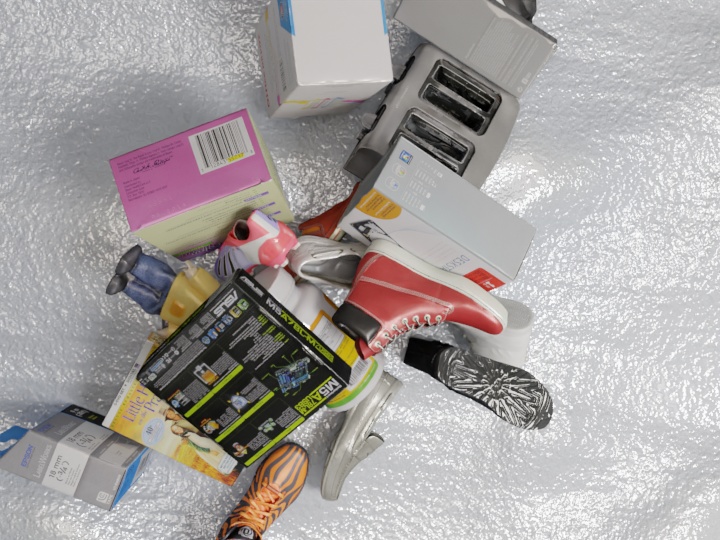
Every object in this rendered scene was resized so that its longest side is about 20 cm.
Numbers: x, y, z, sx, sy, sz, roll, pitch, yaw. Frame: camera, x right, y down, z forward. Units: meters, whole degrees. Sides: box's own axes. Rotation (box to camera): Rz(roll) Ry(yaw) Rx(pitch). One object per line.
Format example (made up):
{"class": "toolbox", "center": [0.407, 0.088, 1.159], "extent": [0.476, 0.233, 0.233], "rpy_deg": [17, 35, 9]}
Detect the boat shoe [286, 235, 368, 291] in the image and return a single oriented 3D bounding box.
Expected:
{"class": "boat shoe", "center": [0.000, 0.000, 0.909], "extent": [0.198, 0.069, 0.071], "rpy_deg": [2, 117, -19]}

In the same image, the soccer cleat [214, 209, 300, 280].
{"class": "soccer cleat", "center": [-0.153, -0.033, 0.893], "extent": [0.076, 0.199, 0.067], "rpy_deg": [45, 61, -20]}

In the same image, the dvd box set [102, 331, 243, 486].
{"class": "dvd box set", "center": [-0.227, 0.191, 0.915], "extent": [0.199, 0.029, 0.147], "rpy_deg": [30, 104, -11]}

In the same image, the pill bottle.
{"class": "pill bottle", "center": [-0.069, 0.088, 0.907], "extent": [0.111, 0.111, 0.200], "rpy_deg": [-44, 113, 0]}

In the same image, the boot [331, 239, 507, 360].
{"class": "boot", "center": [0.071, 0.066, 0.830], "extent": [0.198, 0.073, 0.145], "rpy_deg": [25, 67, 6]}

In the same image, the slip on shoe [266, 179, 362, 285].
{"class": "slip on shoe", "center": [-0.058, -0.052, 0.953], "extent": [0.061, 0.074, 0.200], "rpy_deg": [41, 95, 1]}

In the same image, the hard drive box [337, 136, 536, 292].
{"class": "hard drive box", "center": [0.089, -0.054, 0.841], "extent": [0.199, 0.156, 0.077], "rpy_deg": [32, 69, -8]}

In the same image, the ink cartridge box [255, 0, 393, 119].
{"class": "ink cartridge box", "center": [-0.057, -0.283, 0.889], "extent": [0.124, 0.200, 0.130], "rpy_deg": [-8, 93, -19]}

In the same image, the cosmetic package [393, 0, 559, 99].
{"class": "cosmetic package", "center": [0.151, -0.315, 0.880], "extent": [0.199, 0.107, 0.090], "rpy_deg": [35, 117, -2]}

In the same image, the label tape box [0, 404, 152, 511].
{"class": "label tape box", "center": [-0.396, 0.236, 0.912], "extent": [0.198, 0.144, 0.064], "rpy_deg": [22, 91, -3]}

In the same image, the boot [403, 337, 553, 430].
{"class": "boot", "center": [0.148, 0.145, 0.904], "extent": [0.164, 0.200, 0.066], "rpy_deg": [31, 81, -5]}

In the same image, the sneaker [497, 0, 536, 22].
{"class": "sneaker", "center": [0.177, -0.420, 0.950], "extent": [0.111, 0.073, 0.201], "rpy_deg": [-30, 101, -4]}

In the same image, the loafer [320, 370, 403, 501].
{"class": "loafer", "center": [0.000, 0.238, 0.965], "extent": [0.069, 0.070, 0.202], "rpy_deg": [22, 91, 6]}

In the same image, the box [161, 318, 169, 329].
{"class": "box", "center": [-0.199, 0.132, 0.963], "extent": [0.157, 0.048, 0.202], "rpy_deg": [0, 93, -2]}

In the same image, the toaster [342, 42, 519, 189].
{"class": "toaster", "center": [0.100, -0.173, 0.911], "extent": [0.199, 0.119, 0.182], "rpy_deg": [31, 76, -3]}

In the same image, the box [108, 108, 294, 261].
{"class": "box", "center": [-0.193, -0.101, 0.873], "extent": [0.174, 0.200, 0.098], "rpy_deg": [-21, 80, -1]}

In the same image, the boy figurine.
{"class": "boy figurine", "center": [-0.234, 0.052, 0.897], "extent": [0.199, 0.065, 0.125], "rpy_deg": [33, 108, -7]}

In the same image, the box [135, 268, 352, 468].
{"class": "box", "center": [-0.145, 0.128, 0.843], "extent": [0.193, 0.048, 0.200], "rpy_deg": [42, 112, -16]}

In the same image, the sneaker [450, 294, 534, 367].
{"class": "sneaker", "center": [0.146, 0.077, 0.962], "extent": [0.199, 0.116, 0.074], "rpy_deg": [23, 54, 28]}

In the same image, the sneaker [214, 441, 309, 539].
{"class": "sneaker", "center": [-0.138, 0.340, 0.942], "extent": [0.077, 0.112, 0.201], "rpy_deg": [33, 91, -3]}
